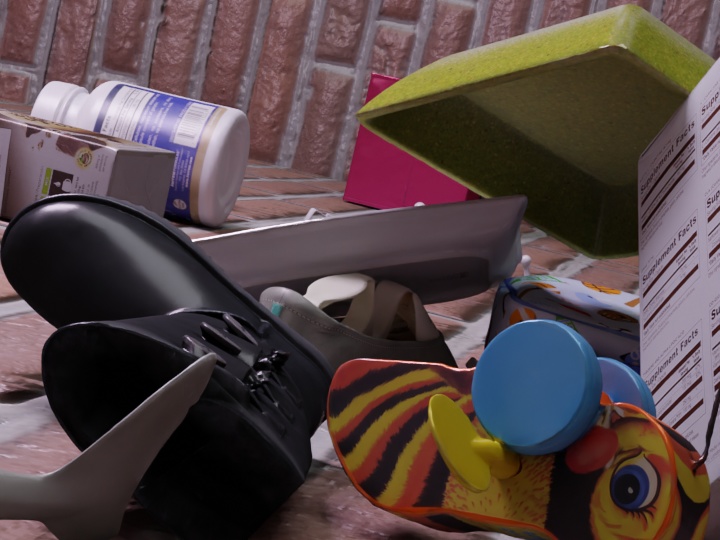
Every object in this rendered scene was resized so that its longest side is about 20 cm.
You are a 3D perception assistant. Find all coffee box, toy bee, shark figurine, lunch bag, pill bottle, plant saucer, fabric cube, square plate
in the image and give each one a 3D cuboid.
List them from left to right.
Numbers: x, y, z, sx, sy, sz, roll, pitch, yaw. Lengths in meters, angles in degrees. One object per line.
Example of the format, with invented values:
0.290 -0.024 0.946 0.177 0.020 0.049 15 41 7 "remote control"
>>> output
-0.162 0.029 0.483 0.214 0.090 0.128 13 7 14 "shark figurine"
-0.268 -0.084 1.352 0.199 0.080 0.113 15 7 17 "coffee box"
-0.221 -0.122 1.640 0.199 0.120 0.120 14 6 10 "pill bottle"
0.000 0.000 0.975 0.197 0.029 0.200 -7 -11 3 "square plate"
0.107 -0.183 2.569 0.199 0.200 0.196 14 5 14 "fabric cube"
0.073 0.072 0.576 0.131 0.109 0.200 18 -25 -33 "toy bee"
0.133 -0.073 0.868 0.200 0.048 0.199 27 -21 -33 "plant saucer"
0.162 0.061 0.967 0.199 0.076 0.160 14 8 0 "lunch bag"

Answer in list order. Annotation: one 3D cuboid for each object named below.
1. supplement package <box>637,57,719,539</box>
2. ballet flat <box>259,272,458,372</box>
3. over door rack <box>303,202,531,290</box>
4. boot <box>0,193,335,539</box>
0.233 0.016 0.709 0.191 0.201 0.147 13 -31 -12 "supplement package"
0.007 0.034 0.911 0.067 0.064 0.200 16 6 28 "ballet flat"
0.056 -0.033 1.661 0.199 0.067 0.148 11 5 -23 "over door rack"
-0.088 0.029 0.625 0.164 0.066 0.200 29 9 2 "boot"
